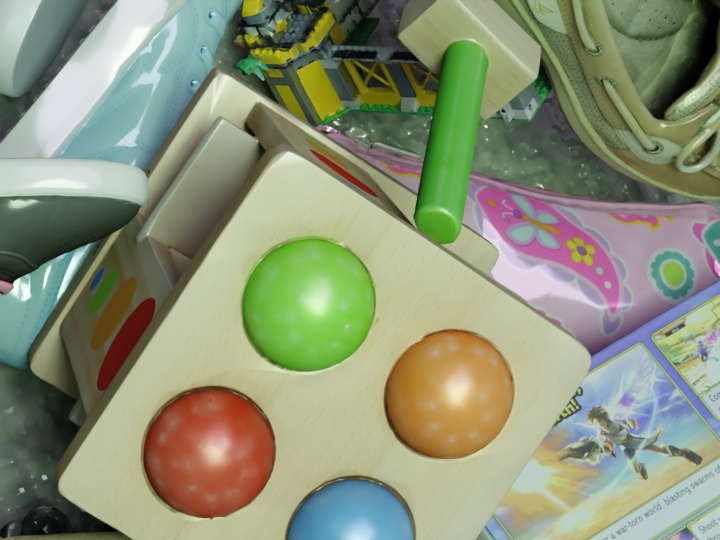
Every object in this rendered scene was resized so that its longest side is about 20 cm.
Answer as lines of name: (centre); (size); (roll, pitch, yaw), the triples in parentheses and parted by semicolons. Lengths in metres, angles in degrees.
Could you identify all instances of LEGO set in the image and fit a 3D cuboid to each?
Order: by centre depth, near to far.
LEGO set: (0.029, -0.152, 0.940); (0.200, 0.153, 0.116); (-49, 131, -24)

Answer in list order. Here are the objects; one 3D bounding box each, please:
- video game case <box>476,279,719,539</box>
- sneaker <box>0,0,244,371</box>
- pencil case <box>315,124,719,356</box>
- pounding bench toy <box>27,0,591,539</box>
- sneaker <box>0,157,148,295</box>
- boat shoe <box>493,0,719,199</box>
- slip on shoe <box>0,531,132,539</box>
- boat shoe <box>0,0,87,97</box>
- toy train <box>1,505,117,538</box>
video game case: (0.151, 0.094, 0.849); (0.199, 0.046, 0.182); (-28, 67, -21)
sneaker: (-0.084, -0.044, 0.908); (0.082, 0.074, 0.200); (39, 72, -7)
pencil case: (0.052, 0.000, 0.938); (0.198, 0.087, 0.088); (11, 66, -19)
pounding bench toy: (0.000, 0.000, 0.792); (0.124, 0.156, 0.201); (32, 96, -17)
sneaker: (-0.159, 0.026, 0.808); (0.198, 0.071, 0.100); (-14, 79, 4)
boat shoe: (0.107, -0.086, 0.887); (0.073, 0.063, 0.201); (-56, 132, -14)
slip on shoe: (-0.128, 0.116, 0.806); (0.198, 0.076, 0.061); (-3, 46, 3)
boat shoe: (-0.123, -0.158, 0.939); (0.066, 0.070, 0.201); (18, 65, 1)
toy train: (-0.097, 0.111, 0.859); (0.198, 0.034, 0.046); (12, 69, -18)
